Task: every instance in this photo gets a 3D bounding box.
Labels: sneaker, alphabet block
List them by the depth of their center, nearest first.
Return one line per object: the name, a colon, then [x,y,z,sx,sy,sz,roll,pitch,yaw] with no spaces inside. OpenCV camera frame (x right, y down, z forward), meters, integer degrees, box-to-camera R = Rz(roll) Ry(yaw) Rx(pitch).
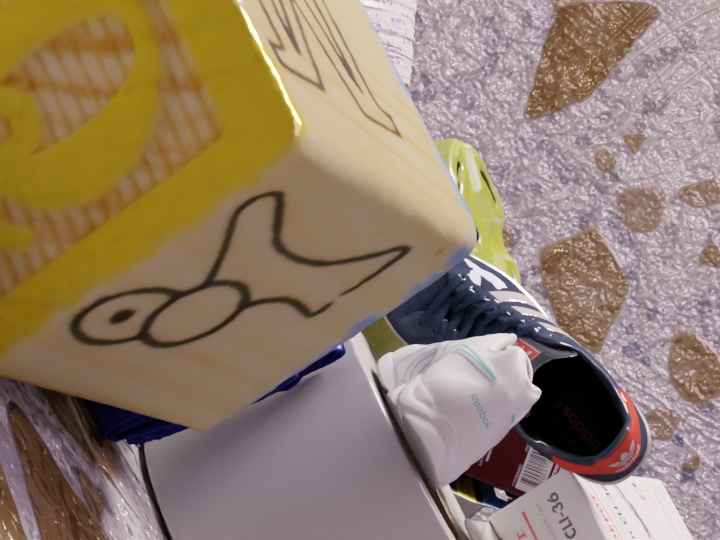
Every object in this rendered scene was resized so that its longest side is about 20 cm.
alphabet block: [-0.092,-0.060,1.031,0.200,0.195,0.197,26,32,-61]
sneaker: [0.058,0.070,1.176,0.071,0.080,0.200,60,-1,-6]
sneaker: [0.088,0.048,1.260,0.200,0.075,0.085,36,0,12]

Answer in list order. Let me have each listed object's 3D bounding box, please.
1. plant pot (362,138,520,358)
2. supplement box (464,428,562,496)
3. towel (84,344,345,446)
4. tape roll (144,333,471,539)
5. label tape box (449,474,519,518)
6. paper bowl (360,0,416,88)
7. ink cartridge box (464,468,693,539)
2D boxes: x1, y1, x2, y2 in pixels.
plant pot: [0.000,0.000,1.399,0.200,0.183,0.202,-15,90,-72]
supplement box: [0.068,0.110,1.588,0.199,0.061,0.109,22,4,8]
towel: [-0.113,-0.008,1.187,0.201,0.147,0.050,63,-26,20]
tape roll: [-0.020,0.149,1.244,0.203,0.139,0.203,61,3,-6]
label tape box: [0.025,0.163,1.602,0.199,0.064,0.144,24,5,-1]
paper bowl: [-0.065,-0.138,1.389,0.201,0.199,0.105,17,78,-86]
ink cartridge box: [0.152,0.190,1.324,0.200,0.067,0.117,13,44,-60]
